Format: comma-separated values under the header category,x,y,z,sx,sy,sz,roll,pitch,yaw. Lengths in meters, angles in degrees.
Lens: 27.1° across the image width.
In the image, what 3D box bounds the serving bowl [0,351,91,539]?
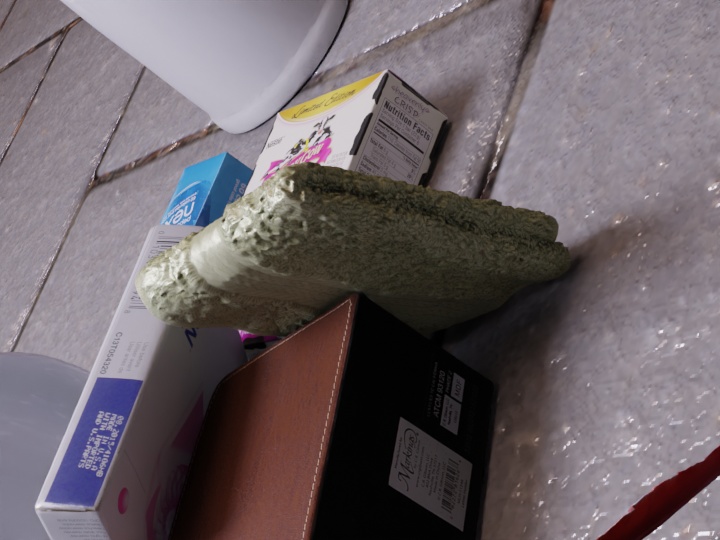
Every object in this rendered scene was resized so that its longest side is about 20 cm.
category,x,y,z,sx,sy,sz,roll,pitch,yaw
serving bowl,-0.201,0.150,0.924,0.066,0.199,0.201,-46,28,34

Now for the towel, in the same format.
category,x,y,z,sx,sy,sz,roll,pitch,yaw
towel,0.000,0.000,0.771,0.148,0.199,0.037,-31,59,41

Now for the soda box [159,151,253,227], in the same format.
category,x,y,z,sx,sy,sz,roll,pitch,yaw
soda box,-0.123,0.020,1.071,0.064,0.068,0.202,-15,48,51

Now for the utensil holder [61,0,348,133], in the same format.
category,x,y,z,sx,sy,sz,roll,pitch,yaw
utensil holder,-0.136,-0.239,1.232,0.170,0.199,0.171,-38,31,28

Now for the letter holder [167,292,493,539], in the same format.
category,x,y,z,sx,sy,sz,roll,pitch,yaw
letter holder,-0.024,0.140,0.754,0.142,0.100,0.202,-31,36,41

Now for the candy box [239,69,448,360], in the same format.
category,x,y,z,sx,sy,sz,roll,pitch,yaw
candy box,-0.034,-0.022,0.983,0.136,0.061,0.202,-13,48,53

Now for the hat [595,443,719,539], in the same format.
category,x,y,z,sx,sy,sz,roll,pitch,yaw
hat,0.087,0.169,0.617,0.199,0.175,0.167,-33,77,44

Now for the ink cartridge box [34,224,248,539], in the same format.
category,x,y,z,sx,sy,sz,roll,pitch,yaw
ink cartridge box,-0.105,0.114,0.845,0.043,0.201,0.198,1,46,15
